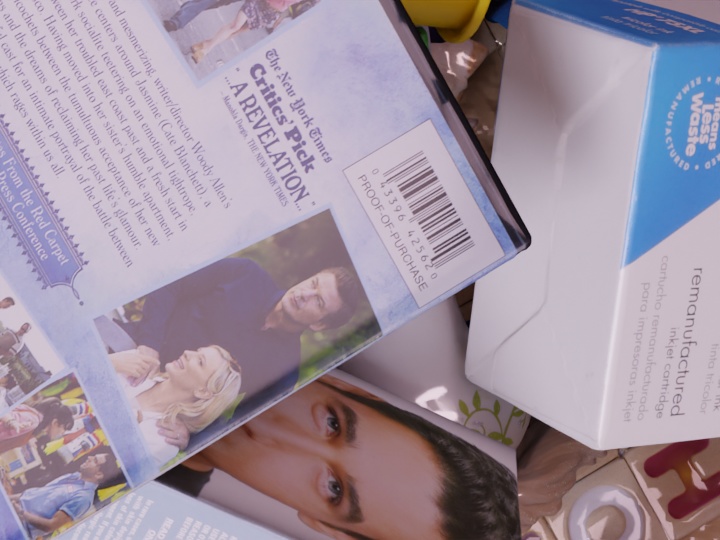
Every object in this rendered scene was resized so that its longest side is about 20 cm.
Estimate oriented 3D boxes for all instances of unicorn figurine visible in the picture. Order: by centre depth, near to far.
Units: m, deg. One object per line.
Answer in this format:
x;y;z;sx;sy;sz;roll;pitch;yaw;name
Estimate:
0.000;0.000;0.773;0.200;0.074;0.137;43;69;1;unicorn figurine

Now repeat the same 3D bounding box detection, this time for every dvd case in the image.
-0.074;-0.018;0.631;0.199;0.018;0.143;-31;95;-12;dvd case

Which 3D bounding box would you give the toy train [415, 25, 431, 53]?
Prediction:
-0.070;-0.057;0.748;0.199;0.056;0.042;2;122;15;toy train

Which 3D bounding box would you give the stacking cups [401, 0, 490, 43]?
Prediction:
-0.064;-0.100;0.672;0.199;0.060;0.061;5;77;-16;stacking cups

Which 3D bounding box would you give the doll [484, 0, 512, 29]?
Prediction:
0.075;-0.110;0.794;0.199;0.048;0.137;-14;81;-39;doll

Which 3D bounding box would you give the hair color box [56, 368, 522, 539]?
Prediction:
-0.055;0.056;0.700;0.199;0.099;0.061;25;116;-12;hair color box

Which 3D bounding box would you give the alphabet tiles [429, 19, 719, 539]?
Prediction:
0.036;0.008;0.821;0.167;0.008;0.201;-29;86;-17;alphabet tiles

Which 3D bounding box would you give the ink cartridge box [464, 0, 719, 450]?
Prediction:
0.133;-0.019;0.766;0.199;0.067;0.117;-4;108;-35;ink cartridge box
